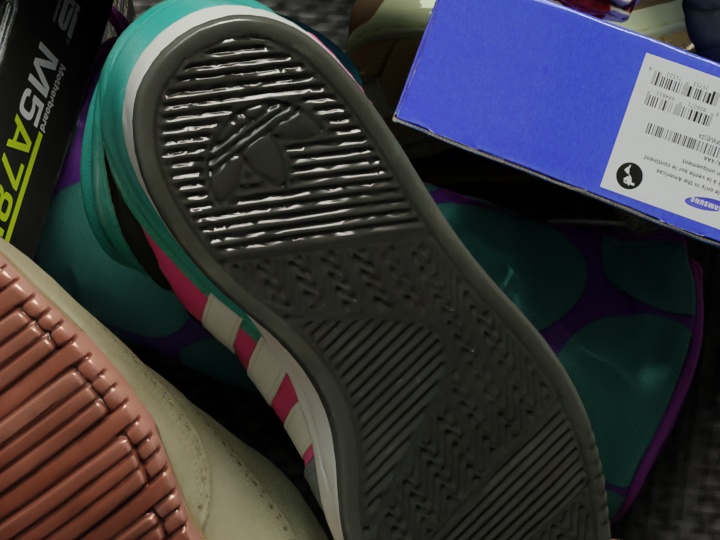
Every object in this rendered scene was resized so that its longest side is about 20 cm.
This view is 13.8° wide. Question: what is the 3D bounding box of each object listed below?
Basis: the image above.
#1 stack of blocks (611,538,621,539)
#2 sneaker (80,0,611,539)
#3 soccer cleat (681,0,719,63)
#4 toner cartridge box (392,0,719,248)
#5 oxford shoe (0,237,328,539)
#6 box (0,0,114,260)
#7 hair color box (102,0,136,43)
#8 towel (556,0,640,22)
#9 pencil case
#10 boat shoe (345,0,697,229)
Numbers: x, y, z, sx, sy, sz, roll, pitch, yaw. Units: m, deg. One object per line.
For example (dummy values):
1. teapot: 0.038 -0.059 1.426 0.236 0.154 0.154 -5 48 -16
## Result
1. stack of blocks: 0.064 0.168 0.763 0.114 0.059 0.201 6 52 11
2. sneaker: -0.010 0.008 0.776 0.083 0.201 0.121 -31 24 -4
3. soccer cleat: 0.095 -0.156 0.888 0.081 0.067 0.201 -2 93 24
4. toner cartridge box: 0.077 -0.039 0.809 0.095 0.200 0.043 23 95 12
5. oxford shoe: -0.060 0.061 0.766 0.071 0.200 0.074 -29 17 22
6. box: -0.179 -0.013 0.843 0.199 0.048 0.194 -4 55 30
7. hair color box: -0.177 -0.055 0.972 0.199 0.061 0.102 -2 50 6
8. towel: -0.019 -0.101 0.817 0.143 0.200 0.023 15 92 26
9. pencil case: 0.000 0.000 0.866 0.199 0.085 0.093 22 84 4
10. boat shoe: 0.091 -0.045 0.939 0.199 0.072 0.077 1 66 15
